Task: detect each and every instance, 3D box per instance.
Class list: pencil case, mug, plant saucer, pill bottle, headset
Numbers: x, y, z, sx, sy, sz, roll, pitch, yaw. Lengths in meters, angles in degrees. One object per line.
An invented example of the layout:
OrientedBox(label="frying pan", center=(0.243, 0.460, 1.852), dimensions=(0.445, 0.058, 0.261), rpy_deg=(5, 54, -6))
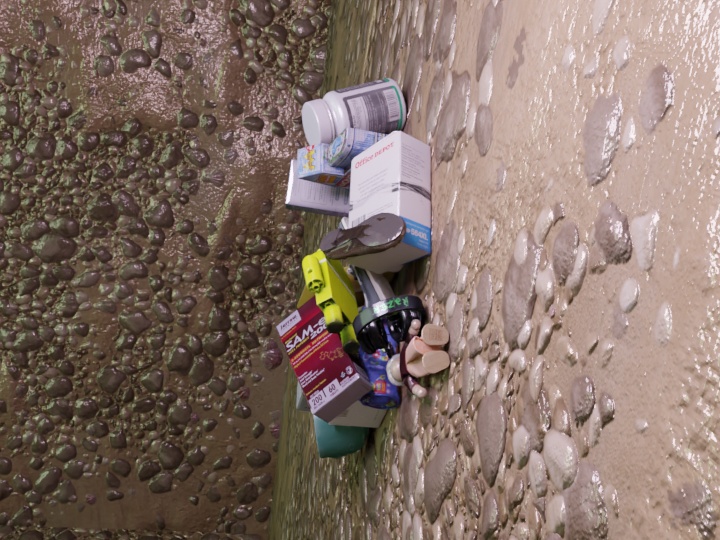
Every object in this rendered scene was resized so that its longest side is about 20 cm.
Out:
OrientedBox(label="pencil case", center=(0.031, 0.160, 1.318), dimensions=(0.079, 0.084, 0.205), rpy_deg=(67, -160, -58))
OrientedBox(label="mug", center=(-0.042, 0.320, 1.521), dimensions=(0.186, 0.111, 0.157), rpy_deg=(89, 172, -74))
OrientedBox(label="plant saucer", center=(-0.022, 0.042, 1.435), dimensions=(0.200, 0.195, 0.050), rpy_deg=(120, 131, -67))
OrientedBox(label="pill bottle", center=(-0.014, -0.316, 1.436), dimensions=(0.114, 0.195, 0.116), rpy_deg=(50, 150, 44))
OrientedBox(label="headset", center=(0.051, 0.109, 1.182), dimensions=(0.201, 0.120, 0.096), rpy_deg=(89, 164, -66))

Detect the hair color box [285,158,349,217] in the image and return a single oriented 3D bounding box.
OrientedBox(label="hair color box", center=(-0.063, -0.175, 1.549), dimensions=(0.061, 0.194, 0.102), rpy_deg=(132, 146, -81))

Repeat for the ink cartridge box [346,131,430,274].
OrientedBox(label="ink cartridge box", center=(0.050, -0.116, 1.230), dimensions=(0.144, 0.083, 0.206), rpy_deg=(-21, 60, 50))

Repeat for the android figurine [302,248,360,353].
OrientedBox(label="android figurine", center=(-0.045, 0.044, 1.237), dimensions=(0.183, 0.040, 0.203), rpy_deg=(54, -165, -43))

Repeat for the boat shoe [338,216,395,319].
OrientedBox(label="boat shoe", center=(0.000, 0.000, 1.303), dimensions=(0.204, 0.061, 0.072), rpy_deg=(63, -157, 8))

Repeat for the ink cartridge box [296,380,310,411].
OrientedBox(label="ink cartridge box", center=(-0.069, 0.258, 1.644), dimensions=(0.201, 0.141, 0.085), rpy_deg=(113, 159, -57))

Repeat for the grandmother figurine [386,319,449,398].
OrientedBox(label="grandmother figurine", center=(0.085, 0.140, 1.110), dimensions=(0.200, 0.059, 0.125), rpy_deg=(124, 157, -65))

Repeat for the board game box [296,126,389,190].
OrientedBox(label="board game box", center=(-0.018, -0.211, 1.382), dimensions=(0.199, 0.194, 0.064), rpy_deg=(154, 118, -66))

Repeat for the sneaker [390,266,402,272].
OrientedBox(label="sneaker", center=(0.060, -0.100, 1.320), dimensions=(0.085, 0.070, 0.205), rpy_deg=(108, 165, -58))

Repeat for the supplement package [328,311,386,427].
OrientedBox(label="supplement package", center=(-0.006, 0.198, 1.429), dimensions=(0.115, 0.106, 0.204), rpy_deg=(109, 163, -50))

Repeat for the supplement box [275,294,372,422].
OrientedBox(label="supplement box", center=(-0.068, 0.155, 1.267), dimensions=(0.061, 0.108, 0.202), rpy_deg=(43, -167, -51))

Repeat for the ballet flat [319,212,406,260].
OrientedBox(label="ballet flat", center=(0.008, -0.048, 1.161), dimensions=(0.197, 0.046, 0.069), rpy_deg=(-12, 47, 46))
